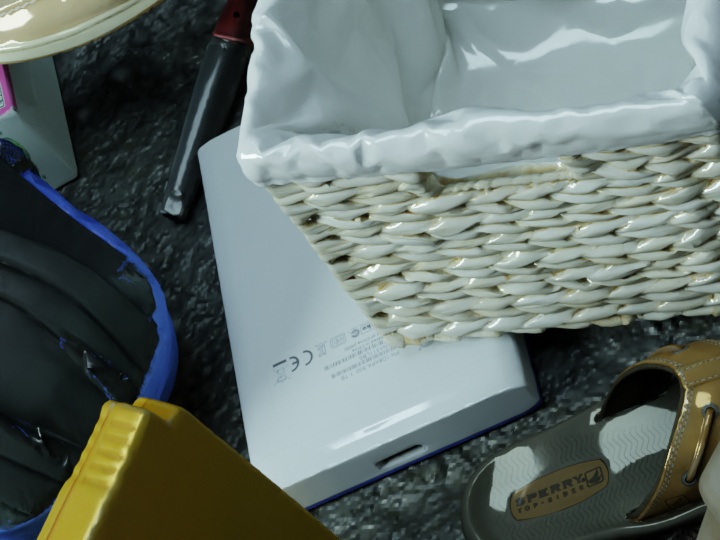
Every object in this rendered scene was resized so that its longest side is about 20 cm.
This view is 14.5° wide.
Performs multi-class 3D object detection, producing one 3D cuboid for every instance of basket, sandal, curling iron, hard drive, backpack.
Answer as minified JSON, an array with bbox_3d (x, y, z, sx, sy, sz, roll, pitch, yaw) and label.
[{"bbox_3d":[0.074,-0.093,1.171,0.198,0.161,0.200,-6,57,19],"label":"basket"},{"bbox_3d":[0.122,0.060,1.134,0.200,0.055,0.082,-23,52,19],"label":"sandal"},{"bbox_3d":[-0.054,-0.115,1.375,0.050,0.026,0.200,11,69,40],"label":"curling iron"},{"bbox_3d":[0.000,0.000,1.269,0.132,0.025,0.200,-25,52,17],"label":"hard drive"},{"bbox_3d":[-0.180,0.024,1.281,0.200,0.168,0.163,33,85,9],"label":"backpack"}]

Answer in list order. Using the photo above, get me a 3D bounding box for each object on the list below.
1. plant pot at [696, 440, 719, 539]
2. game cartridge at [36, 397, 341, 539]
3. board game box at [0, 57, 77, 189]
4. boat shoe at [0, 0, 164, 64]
[{"bbox_3d":[0.176,0.164,0.966,0.200,0.200,0.174,38,103,42],"label":"plant pot"},{"bbox_3d":[-0.084,0.169,1.117,0.032,0.176,0.200,9,67,36],"label":"game cartridge"},{"bbox_3d":[-0.254,-0.070,1.451,0.200,0.064,0.148,-29,49,14],"label":"board game box"},{"bbox_3d":[-0.110,-0.163,1.345,0.200,0.069,0.074,-23,27,15],"label":"boat shoe"}]
